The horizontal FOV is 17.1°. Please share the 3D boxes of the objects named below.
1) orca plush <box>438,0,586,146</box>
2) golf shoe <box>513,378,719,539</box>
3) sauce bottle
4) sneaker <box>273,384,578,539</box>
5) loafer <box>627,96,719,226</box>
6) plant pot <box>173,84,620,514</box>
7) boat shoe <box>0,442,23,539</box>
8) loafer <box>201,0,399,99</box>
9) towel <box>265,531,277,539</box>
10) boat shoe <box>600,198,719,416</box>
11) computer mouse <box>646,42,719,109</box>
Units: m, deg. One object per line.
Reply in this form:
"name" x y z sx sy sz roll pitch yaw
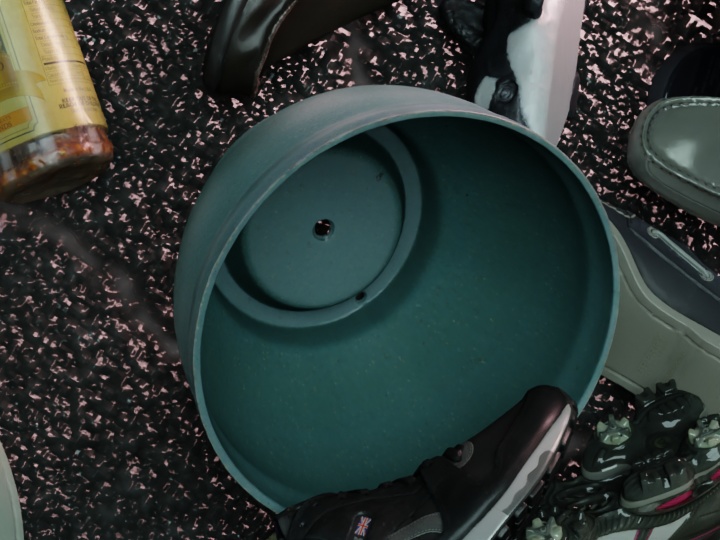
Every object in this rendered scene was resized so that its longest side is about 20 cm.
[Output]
"orca plush" 0.071 -0.141 1.173 0.071 0.105 0.201 4 76 15
"golf shoe" 0.092 0.132 1.115 0.199 0.077 0.088 -22 127 -12
"sauce bottle" -0.177 -0.134 1.142 0.066 0.066 0.201 -20 81 -12
"sneaker" 0.012 0.112 1.021 0.087 0.076 0.200 36 70 10
"loafer" 0.225 -0.048 1.120 0.199 0.070 0.070 10 73 4
"plant pot" 0.000 0.000 1.087 0.199 0.134 0.201 -9 116 -19
"boat shoe" -0.223 0.064 1.099 0.060 0.072 0.202 -24 97 28
"loafer" -0.002 -0.156 1.166 0.071 0.073 0.200 38 76 2
"towel" -0.001 0.232 1.113 0.200 0.036 0.149 39 77 -1
"boat shoe" 0.135 0.012 1.174 0.200 0.073 0.063 40 33 6
"computer mouse" 0.221 -0.024 1.193 0.199 0.046 0.141 16 78 -13
